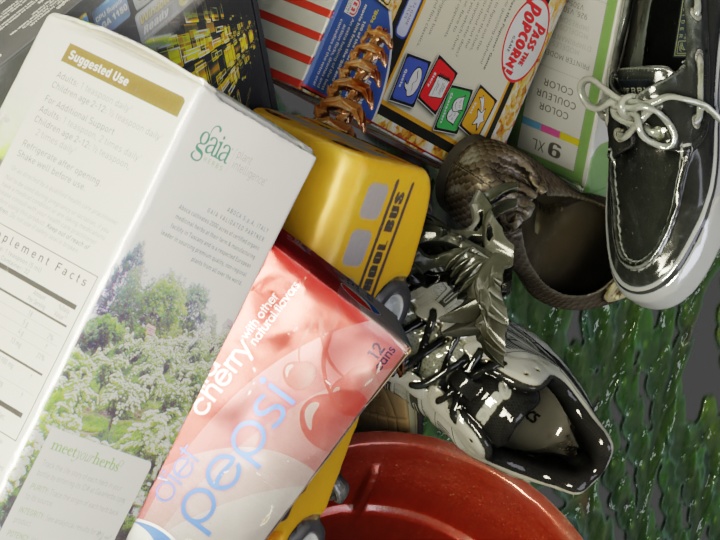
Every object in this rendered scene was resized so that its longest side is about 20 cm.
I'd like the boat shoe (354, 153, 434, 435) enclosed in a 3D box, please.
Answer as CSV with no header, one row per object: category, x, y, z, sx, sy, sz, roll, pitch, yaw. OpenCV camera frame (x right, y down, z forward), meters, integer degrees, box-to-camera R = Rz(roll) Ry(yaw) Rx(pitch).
boat shoe,0.015,0.034,1.175,0.065,0.072,0.201,-31,129,-37

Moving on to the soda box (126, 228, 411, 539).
soda box,-0.067,0.083,0.870,0.201,0.070,0.063,-53,-175,5

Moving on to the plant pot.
plant pot,0.002,0.218,1.139,0.200,0.201,0.196,-36,162,-40

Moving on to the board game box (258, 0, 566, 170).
board game box,0.032,-0.137,1.107,0.200,0.046,0.153,24,90,-59

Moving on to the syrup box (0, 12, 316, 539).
syrup box,-0.105,0.021,0.811,0.079,0.081,0.201,28,87,-57

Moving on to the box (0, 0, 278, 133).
box,-0.114,-0.039,0.880,0.200,0.049,0.162,-43,140,-31

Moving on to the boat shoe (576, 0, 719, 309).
boat shoe,0.152,-0.084,1.171,0.068,0.073,0.201,21,81,-46

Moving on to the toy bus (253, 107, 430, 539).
toy bus,-0.037,0.041,0.943,0.078,0.065,0.201,6,106,-59

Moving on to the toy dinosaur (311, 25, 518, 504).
toy dinosaur,0.000,0.000,1.008,0.102,0.134,0.202,-70,165,-73

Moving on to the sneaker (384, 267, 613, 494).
sneaker,0.046,0.040,1.090,0.199,0.088,0.076,31,98,-31

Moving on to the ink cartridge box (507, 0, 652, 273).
ink cartridge box,0.138,-0.109,1.276,0.103,0.059,0.202,-21,127,-48

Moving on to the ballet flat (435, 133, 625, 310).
ballet flat,0.105,-0.019,1.199,0.068,0.046,0.200,-60,145,-1
